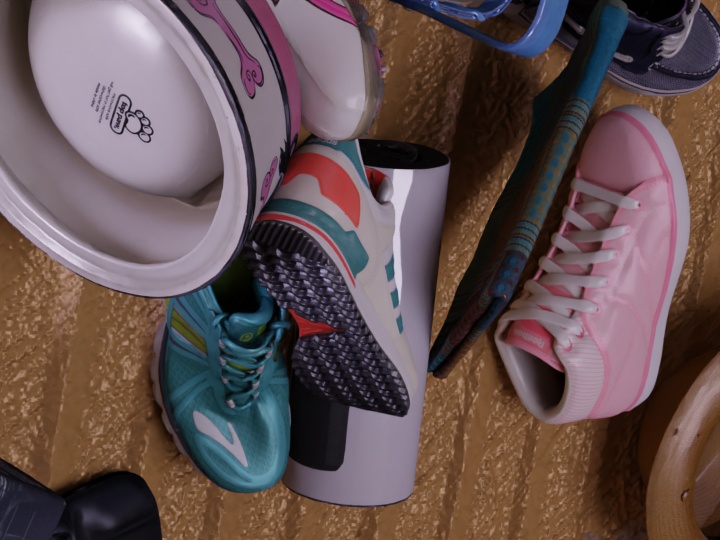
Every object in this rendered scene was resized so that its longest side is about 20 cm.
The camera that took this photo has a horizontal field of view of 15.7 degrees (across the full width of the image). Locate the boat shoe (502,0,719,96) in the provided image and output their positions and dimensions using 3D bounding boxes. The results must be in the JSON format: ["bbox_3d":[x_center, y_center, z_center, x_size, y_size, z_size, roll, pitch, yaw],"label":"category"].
[{"bbox_3d":[0.175,-0.149,1.563,0.199,0.092,0.075,14,88,-43],"label":"boat shoe"}]

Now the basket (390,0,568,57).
[{"bbox_3d":[0.057,-0.211,1.368,0.139,0.199,0.178,16,93,-43],"label":"basket"}]

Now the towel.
[{"bbox_3d":[0.093,-0.046,1.483,0.022,0.147,0.201,26,66,-2],"label":"towel"}]

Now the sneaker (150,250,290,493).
[{"bbox_3d":[-0.072,0.034,1.418,0.077,0.080,0.201,-14,112,-17],"label":"sneaker"}]

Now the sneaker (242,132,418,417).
[{"bbox_3d":[0.000,0.000,1.375,0.094,0.070,0.200,-66,154,-25],"label":"sneaker"}]

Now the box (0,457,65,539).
[{"bbox_3d":[-0.282,0.155,1.258,0.196,0.124,0.201,27,87,-41],"label":"box"}]

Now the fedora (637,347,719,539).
[{"bbox_3d":[0.245,0.108,1.723,0.200,0.082,0.202,-16,118,-32],"label":"fedora"}]

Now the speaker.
[{"bbox_3d":[0.003,0.027,1.485,0.081,0.081,0.202,-6,109,-39],"label":"speaker"}]

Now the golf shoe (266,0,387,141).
[{"bbox_3d":[-0.065,-0.134,1.309,0.092,0.200,0.073,-12,142,-38],"label":"golf shoe"}]

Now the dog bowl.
[{"bbox_3d":[-0.115,-0.090,1.277,0.074,0.199,0.201,-43,130,-42],"label":"dog bowl"}]

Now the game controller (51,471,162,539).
[{"bbox_3d":[-0.146,0.213,1.457,0.104,0.042,0.201,-29,123,-47],"label":"game controller"}]

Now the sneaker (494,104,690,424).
[{"bbox_3d":[0.139,0.003,1.599,0.104,0.075,0.202,-16,119,-42],"label":"sneaker"}]
